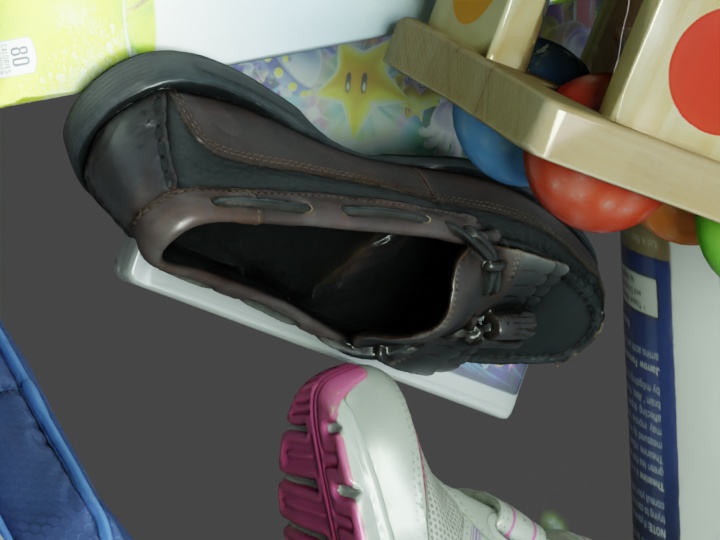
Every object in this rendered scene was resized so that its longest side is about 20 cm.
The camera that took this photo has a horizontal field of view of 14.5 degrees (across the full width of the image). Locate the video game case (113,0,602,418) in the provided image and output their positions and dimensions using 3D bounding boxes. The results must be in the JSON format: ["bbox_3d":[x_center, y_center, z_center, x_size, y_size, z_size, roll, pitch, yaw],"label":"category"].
[{"bbox_3d":[0.019,-0.069,0.894,0.142,0.018,0.201,21,88,-25],"label":"video game case"}]

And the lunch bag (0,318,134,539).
[{"bbox_3d":[-0.118,0.095,0.748,0.132,0.200,0.137,-18,124,-16],"label":"lunch bag"}]

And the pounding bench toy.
[{"bbox_3d":[0.132,-0.071,0.771,0.199,0.124,0.157,18,99,-21],"label":"pounding bench toy"}]

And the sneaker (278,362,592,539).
[{"bbox_3d":[0.042,0.107,0.892,0.088,0.081,0.201,-32,114,-13],"label":"sneaker"}]

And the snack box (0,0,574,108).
[{"bbox_3d":[-0.033,-0.147,0.820,0.199,0.068,0.170,-12,99,-15],"label":"snack box"}]

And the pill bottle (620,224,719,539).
[{"bbox_3d":[0.142,0.060,0.911,0.110,0.111,0.202,-9,104,-22],"label":"pill bottle"}]

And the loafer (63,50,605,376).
[{"bbox_3d":[0.000,0.000,0.826,0.199,0.063,0.072,22,122,-39],"label":"loafer"}]
